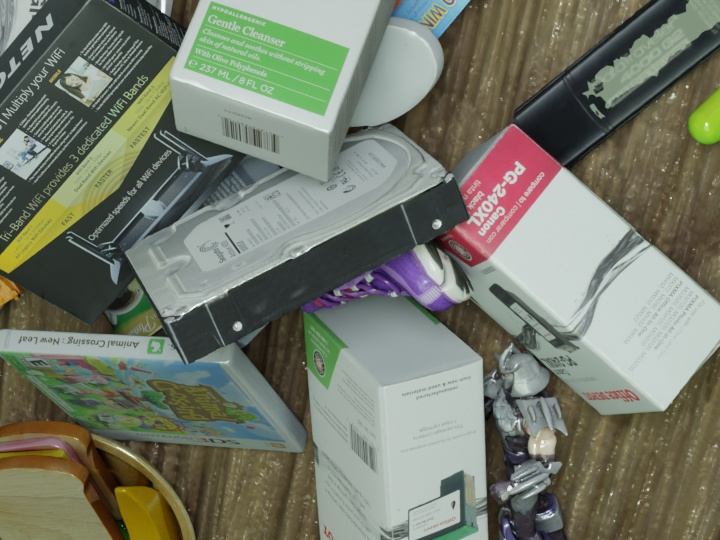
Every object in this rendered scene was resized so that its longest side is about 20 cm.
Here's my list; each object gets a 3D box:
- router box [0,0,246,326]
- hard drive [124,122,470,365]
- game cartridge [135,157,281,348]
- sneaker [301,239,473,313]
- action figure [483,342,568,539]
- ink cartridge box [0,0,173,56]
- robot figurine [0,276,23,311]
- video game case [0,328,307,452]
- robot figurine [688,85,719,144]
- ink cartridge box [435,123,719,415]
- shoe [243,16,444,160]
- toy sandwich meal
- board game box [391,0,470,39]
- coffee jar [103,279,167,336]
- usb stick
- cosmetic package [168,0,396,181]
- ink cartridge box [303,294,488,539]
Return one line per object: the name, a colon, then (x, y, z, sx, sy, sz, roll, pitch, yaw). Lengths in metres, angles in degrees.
router box: (-0.177, -0.078, 1.204, 0.157, 0.052, 0.200, 33, 110, -35)
hard drive: (-0.044, -0.023, 1.176, 0.199, 0.140, 0.038, -28, 115, -7)
game cartridge: (-0.120, -0.048, 1.327, 0.200, 0.133, 0.040, 50, 150, -8)
sneaker: (0.000, 0.000, 1.255, 0.081, 0.199, 0.084, 45, 76, -33)
action figure: (0.115, 0.141, 1.345, 0.069, 0.131, 0.202, -4, 120, 3)
ink cartridge box: (-0.237, -0.194, 1.283, 0.198, 0.083, 0.148, 6, 74, 15)
robot figurine: (-0.360, 0.018, 1.466, 0.199, 0.058, 0.146, -28, 102, 25)
video game case: (-0.150, 0.092, 1.382, 0.180, 0.022, 0.200, 2, 157, 16)
robot figurine: (0.299, -0.076, 1.185, 0.175, 0.115, 0.202, 42, 138, 42)
ink cartridge box: (0.136, 0.005, 1.253, 0.200, 0.145, 0.084, 41, 80, -3)
shoe: (-0.022, -0.135, 1.269, 0.199, 0.091, 0.072, -17, 109, 30)
toy sandwich meal: (-0.225, 0.206, 1.483, 0.203, 0.070, 0.207, 11, 126, 15)
board game box: (0.031, -0.280, 1.216, 0.195, 0.056, 0.200, 41, 118, -4)
coffee jar: (-0.174, -0.020, 1.375, 0.104, 0.085, 0.200, -34, 100, 35)
usb stick: (0.186, -0.139, 1.246, 0.200, 0.033, 0.056, -39, 91, 27)
cosmetic package: (-0.034, -0.171, 1.140, 0.107, 0.202, 0.085, 17, 162, 4)
ink cartridge box: (0.026, 0.136, 1.346, 0.084, 0.146, 0.202, -13, 116, -20)
